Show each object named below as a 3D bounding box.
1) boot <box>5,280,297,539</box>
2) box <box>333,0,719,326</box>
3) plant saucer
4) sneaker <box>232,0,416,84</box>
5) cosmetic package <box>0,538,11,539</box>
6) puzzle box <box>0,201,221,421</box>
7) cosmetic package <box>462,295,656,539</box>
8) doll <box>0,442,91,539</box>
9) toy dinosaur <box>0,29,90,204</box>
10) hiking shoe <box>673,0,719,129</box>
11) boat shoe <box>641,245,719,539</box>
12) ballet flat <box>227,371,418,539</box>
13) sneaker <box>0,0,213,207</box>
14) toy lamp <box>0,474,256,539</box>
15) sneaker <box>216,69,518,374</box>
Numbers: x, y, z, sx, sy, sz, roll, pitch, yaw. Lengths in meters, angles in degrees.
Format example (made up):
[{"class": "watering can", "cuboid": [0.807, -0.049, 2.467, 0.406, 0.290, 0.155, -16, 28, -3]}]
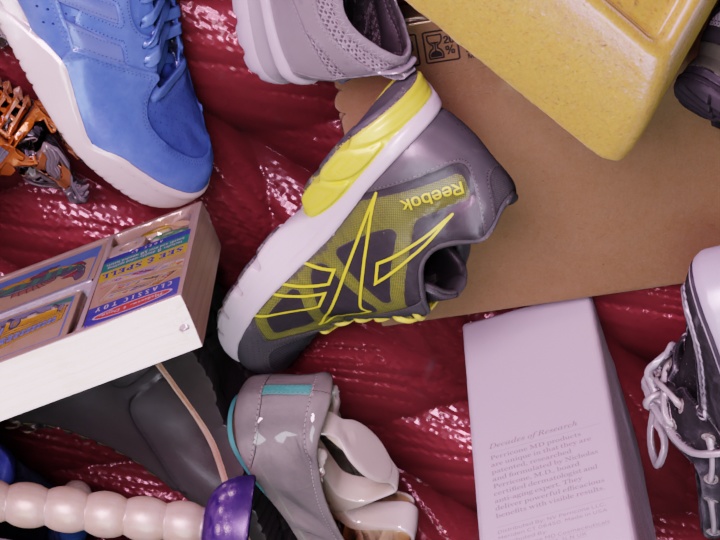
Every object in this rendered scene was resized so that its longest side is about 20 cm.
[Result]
[{"class": "boot", "cuboid": [-0.117, 0.079, 0.986, 0.137, 0.078, 0.201, -11, 118, 19]}, {"class": "box", "cuboid": [0.093, -0.057, 0.918, 0.198, 0.021, 0.165, -8, 123, 5]}, {"class": "plant saucer", "cuboid": [0.090, -0.177, 0.757, 0.199, 0.048, 0.201, 35, 80, -23]}, {"class": "sneaker", "cuboid": [-0.014, -0.168, 0.801, 0.081, 0.075, 0.201, 12, 132, 29]}, {"class": "cosmetic package", "cuboid": [-0.145, 0.201, 0.974, 0.198, 0.108, 0.090, 14, 150, -27]}, {"class": "puzzle box", "cuboid": [-0.158, 0.033, 0.841, 0.198, 0.133, 0.026, -20, 108, 5]}, {"class": "cosmetic package", "cuboid": [0.098, 0.112, 0.921, 0.071, 0.201, 0.102, -15, 122, 10]}, {"class": "doll", "cuboid": [-0.202, 0.112, 0.998, 0.135, 0.049, 0.201, -3, 140, 26]}, {"class": "toy dinosaur", "cuboid": [-0.221, -0.061, 0.888, 0.198, 0.102, 0.137, 19, 99, 4]}, {"class": "hiking shoe", "cuboid": [0.238, -0.087, 0.865, 0.198, 0.076, 0.102, 15, 101, -29]}, {"class": "boat shoe", "cuboid": [0.174, 0.066, 0.967, 0.067, 0.074, 0.200, -10, 141, 14]}, {"class": "ballet flat", "cuboid": [-0.004, 0.121, 0.983, 0.063, 0.068, 0.201, -9, 139, 18]}, {"class": "sneaker", "cuboid": [-0.094, -0.123, 0.842, 0.110, 0.077, 0.201, -21, 115, 24]}, {"class": "toy lamp", "cuboid": [-0.150, 0.111, 0.906, 0.198, 0.058, 0.059, 7, 123, -1]}, {"class": "sneaker", "cuboid": [0.000, 0.000, 0.891, 0.084, 0.075, 0.200, 39, 138, 3]}]
